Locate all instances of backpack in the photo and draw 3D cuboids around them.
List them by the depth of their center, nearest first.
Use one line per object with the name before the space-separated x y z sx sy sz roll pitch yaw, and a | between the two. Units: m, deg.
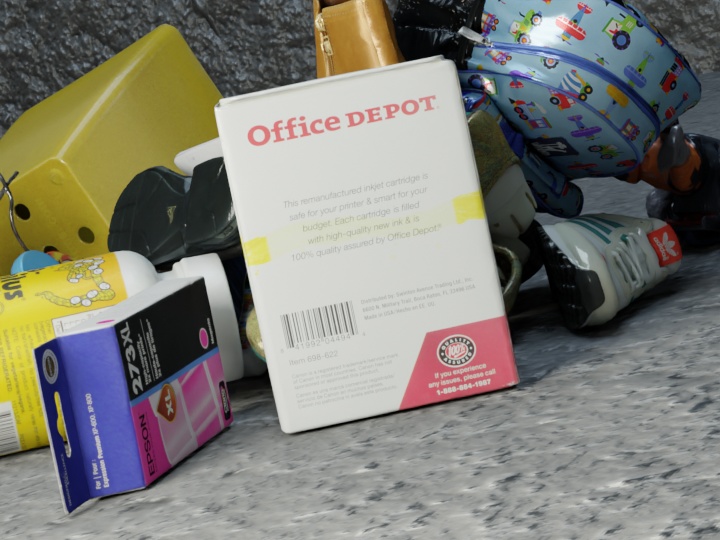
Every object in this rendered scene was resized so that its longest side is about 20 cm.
backpack | 0.127 -0.122 1.615 0.200 0.135 0.183 9 -22 39

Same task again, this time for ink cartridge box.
ink cartridge box | -0.128 0.068 1.329 0.037 0.095 0.200 -8 8 19
ink cartridge box | 0.003 -0.019 1.379 0.145 0.200 0.083 -11 7 -2

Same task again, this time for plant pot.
plant pot | -0.209 -0.051 1.908 0.200 0.200 0.176 -27 12 35

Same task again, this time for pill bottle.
pill bottle | -0.180 0.050 1.477 0.200 0.113 0.113 -12 7 -8

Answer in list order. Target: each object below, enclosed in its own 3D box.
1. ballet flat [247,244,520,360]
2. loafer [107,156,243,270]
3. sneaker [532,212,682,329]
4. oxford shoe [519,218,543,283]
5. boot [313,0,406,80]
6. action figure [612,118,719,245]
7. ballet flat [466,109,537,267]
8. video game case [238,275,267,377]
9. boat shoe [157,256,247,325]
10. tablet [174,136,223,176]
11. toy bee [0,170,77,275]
ballet flat | 0.020 0.015 1.480 0.200 0.071 0.071 -7 4 -34
loafer | -0.105 -0.031 1.553 0.072 0.073 0.200 15 -9 -32
sneaker | 0.171 -0.011 1.562 0.093 0.070 0.200 -17 4 2
oxford shoe | 0.041 -0.006 1.732 0.200 0.073 0.084 -11 5 0
boot | -0.006 -0.115 1.556 0.071 0.144 0.201 -16 2 -21
action figure | 0.267 -0.077 1.734 0.200 0.105 0.193 2 -14 42
ballet flat | 0.087 -0.033 1.564 0.071 0.071 0.200 -13 -33 -12
video game case | -0.116 0.021 1.687 0.200 0.024 0.182 -6 33 34
boat shoe | -0.119 -0.018 1.654 0.072 0.072 0.200 -17 28 20
tablet | -0.037 -0.052 1.532 0.014 0.130 0.200 -61 20 -19
toy bee | -0.214 0.023 1.644 0.109 0.200 0.131 25 -32 -36
